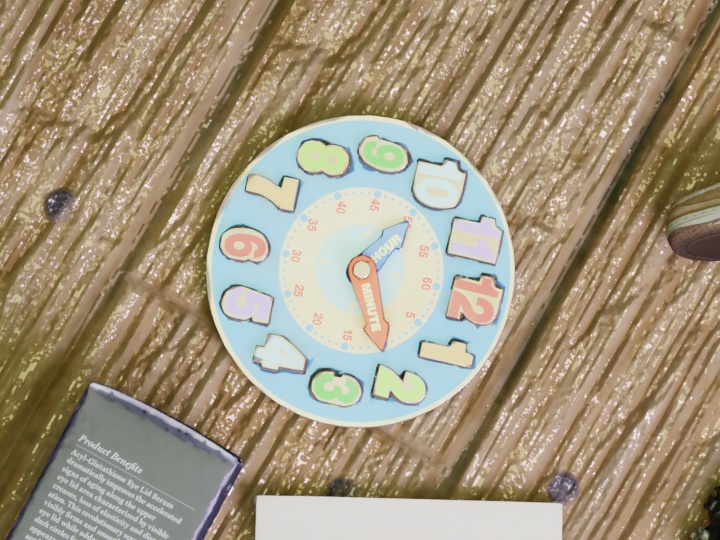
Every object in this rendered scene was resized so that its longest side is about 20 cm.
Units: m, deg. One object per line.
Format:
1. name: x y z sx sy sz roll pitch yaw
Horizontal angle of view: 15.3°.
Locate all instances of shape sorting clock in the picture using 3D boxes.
1. shape sorting clock: 0.000 0.000 1.716 0.199 0.039 0.201 0 86 -2

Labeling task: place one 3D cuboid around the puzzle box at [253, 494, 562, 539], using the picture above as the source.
1. puzzle box: 0.029 0.211 1.708 0.199 0.025 0.134 2 86 -1

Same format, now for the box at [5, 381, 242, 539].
1. box: -0.161 0.179 1.644 0.104 0.148 0.201 28 84 1

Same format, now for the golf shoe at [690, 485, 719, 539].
1. golf shoe: 0.291 0.128 1.709 0.088 0.077 0.201 34 89 -18

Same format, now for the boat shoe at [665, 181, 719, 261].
1. boat shoe: 0.286 -0.061 1.723 0.199 0.072 0.077 -12 72 -10
